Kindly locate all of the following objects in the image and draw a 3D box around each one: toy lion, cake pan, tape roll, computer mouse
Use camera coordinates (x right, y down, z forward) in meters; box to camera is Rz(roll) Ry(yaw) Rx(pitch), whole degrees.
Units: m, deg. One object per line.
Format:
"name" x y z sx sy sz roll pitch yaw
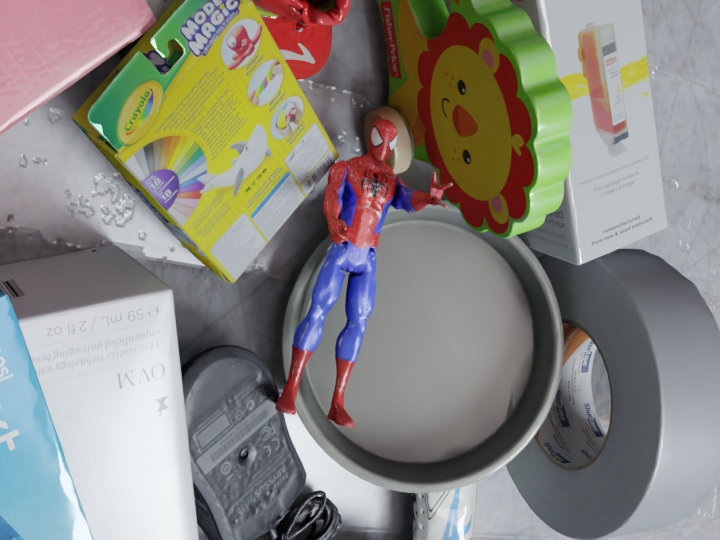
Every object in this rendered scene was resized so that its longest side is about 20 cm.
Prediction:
"toy lion" 0.064 -0.127 0.738 0.068 0.191 0.204 -18 110 -23
"cake pan" 0.043 0.052 0.816 0.196 0.037 0.205 0 89 -3
"tape roll" 0.174 0.087 0.839 0.065 0.200 0.204 -1 103 -27
"computer mouse" -0.092 0.138 0.799 0.138 0.052 0.203 -33 123 -33

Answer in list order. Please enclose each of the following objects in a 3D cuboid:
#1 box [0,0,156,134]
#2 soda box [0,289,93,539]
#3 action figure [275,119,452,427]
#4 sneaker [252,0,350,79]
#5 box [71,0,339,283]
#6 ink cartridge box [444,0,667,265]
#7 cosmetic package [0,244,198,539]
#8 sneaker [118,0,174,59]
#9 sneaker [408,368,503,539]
"box" -0.228 -0.126 0.613 0.199 0.127 0.110 -39 118 -14
"soda box" -0.185 0.108 0.593 0.067 0.064 0.203 -22 111 -22
"action figure" 0.000 0.000 0.746 0.064 0.099 0.204 13 88 -15
"sneaker" -0.041 -0.164 0.688 0.077 0.085 0.200 -47 161 -11
"box" -0.090 -0.085 0.692 0.118 0.048 0.200 -50 154 -10
"ink cartridge box" 0.125 -0.124 0.801 0.082 0.145 0.203 -20 111 -21
"cosmetic package" -0.210 0.111 0.688 0.196 0.123 0.204 -12 109 -25
"sneaker" -0.085 -0.221 0.703 0.106 0.067 0.205 7 96 -26
"sneaker" 0.060 0.163 0.889 0.071 0.072 0.204 10 105 1
